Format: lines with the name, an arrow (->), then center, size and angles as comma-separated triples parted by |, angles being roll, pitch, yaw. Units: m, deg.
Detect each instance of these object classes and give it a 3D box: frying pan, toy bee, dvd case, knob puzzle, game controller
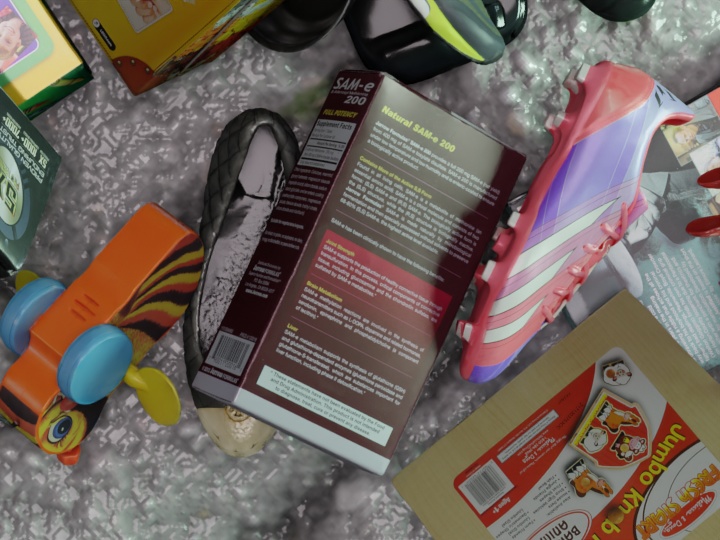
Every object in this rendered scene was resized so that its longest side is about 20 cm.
frying pan -> -0.046, -0.216, 1.258 | 0.031, 0.115, 0.191 | -2, 69, -44
toy bee -> -0.169, 0.054, 1.244 | 0.199, 0.109, 0.131 | -25, 57, -8
dvd case -> 0.205, -0.025, 1.285 | 0.200, 0.022, 0.146 | -30, 90, -3
knob puzzle -> 0.148, 0.141, 1.240 | 0.219, 0.030, 0.221 | -2, 76, 9
game controller -> 0.020, -0.212, 1.279 | 0.104, 0.042, 0.201 | -22, 89, 13

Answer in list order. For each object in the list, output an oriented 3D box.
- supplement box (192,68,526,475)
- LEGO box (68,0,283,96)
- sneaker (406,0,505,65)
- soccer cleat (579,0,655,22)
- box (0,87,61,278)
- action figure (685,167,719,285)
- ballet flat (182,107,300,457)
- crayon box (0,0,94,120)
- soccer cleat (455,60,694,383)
supplement box -> 0.000, 0.000, 1.233 | 0.109, 0.061, 0.201 | 28, 84, -27
LEGO box -> -0.117, -0.222, 1.213 | 0.149, 0.077, 0.200 | -34, 90, 39
sneaker -> 0.043, -0.211, 1.219 | 0.081, 0.074, 0.201 | -22, 91, 9
soccer cleat -> 0.123, -0.239, 1.255 | 0.067, 0.081, 0.201 | -18, 90, -2
box -> -0.289, -0.060, 1.159 | 0.199, 0.086, 0.164 | -13, 133, 29
action figure -> 0.228, 0.034, 1.234 | 0.052, 0.066, 0.200 | -13, 126, 24
ballet flat -> -0.069, 0.007, 1.258 | 0.066, 0.057, 0.201 | 2, 89, -1
crayon box -> -0.257, -0.163, 1.255 | 0.119, 0.058, 0.200 | -34, 90, -2
soccer cleat -> 0.118, -0.022, 1.243 | 0.076, 0.067, 0.201 | 25, 88, -4
